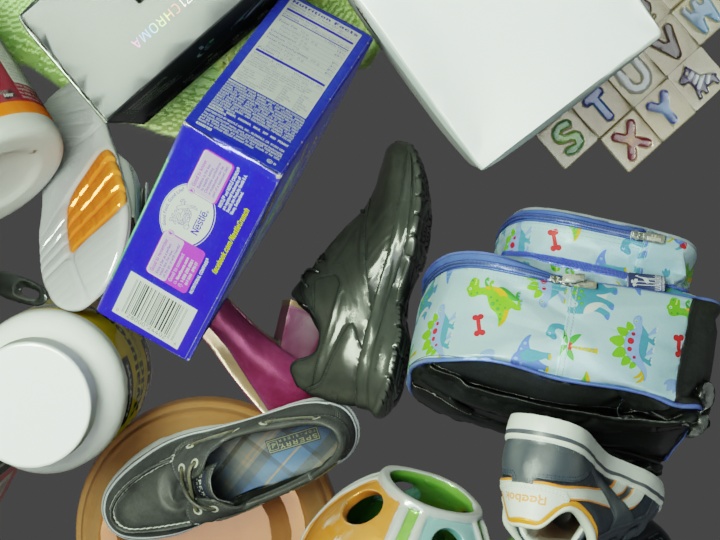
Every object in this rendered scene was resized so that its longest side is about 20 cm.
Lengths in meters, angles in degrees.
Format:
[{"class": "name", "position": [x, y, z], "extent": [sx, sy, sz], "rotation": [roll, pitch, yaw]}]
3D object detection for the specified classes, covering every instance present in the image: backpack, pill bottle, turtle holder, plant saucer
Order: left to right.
[{"class": "pill bottle", "position": [-0.297, -0.136, 1.296], "extent": [0.109, 0.110, 0.201], "rotation": [-36, 70, 4]}, {"class": "pill bottle", "position": [-0.210, 0.079, 1.290], "extent": [0.110, 0.200, 0.113], "rotation": [0, 95, 2]}, {"class": "plant saucer", "position": [-0.114, 0.195, 1.378], "extent": [0.198, 0.037, 0.203], "rotation": [0, 94, 1]}, {"class": "turtle holder", "position": [0.044, 0.219, 1.316], "extent": [0.184, 0.141, 0.133], "rotation": [21, 103, -7]}, {"class": "backpack", "position": [0.136, 0.044, 1.293], "extent": [0.198, 0.183, 0.148], "rotation": [10, 72, 0]}]

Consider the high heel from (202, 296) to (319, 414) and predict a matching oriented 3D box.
[{"class": "high heel", "position": [-0.120, 0.050, 1.353], "extent": [0.198, 0.067, 0.097], "rotation": [19, 84, -13]}]

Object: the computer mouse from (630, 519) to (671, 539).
[{"class": "computer mouse", "position": [0.221, 0.268, 1.381], "extent": [0.058, 0.034, 0.202], "rotation": [-22, 99, -17]}]

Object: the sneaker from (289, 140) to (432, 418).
[{"class": "sneaker", "position": [0.000, 0.000, 1.326], "extent": [0.090, 0.076, 0.202], "rotation": [9, 72, 11]}]

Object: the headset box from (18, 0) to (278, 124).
[{"class": "headset box", "position": [-0.126, -0.188, 1.269], "extent": [0.174, 0.200, 0.093], "rotation": [-41, 93, 5]}]

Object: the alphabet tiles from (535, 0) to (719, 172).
[{"class": "alphabet tiles", "position": [0.167, -0.179, 1.358], "extent": [0.166, 0.006, 0.200], "rotation": [-41, 92, 4]}]

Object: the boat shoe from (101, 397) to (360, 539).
[{"class": "boat shoe", "position": [-0.095, 0.145, 1.319], "extent": [0.198, 0.066, 0.071], "rotation": [-17, 95, 7]}]

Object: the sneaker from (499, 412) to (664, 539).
[{"class": "sneaker", "position": [0.146, 0.159, 1.273], "extent": [0.078, 0.200, 0.080], "rotation": [3, 73, 33]}]

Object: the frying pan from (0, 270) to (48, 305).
[{"class": "frying pan", "position": [-0.279, -0.014, 1.327], "extent": [0.189, 0.031, 0.116], "rotation": [-11, 69, 33]}]

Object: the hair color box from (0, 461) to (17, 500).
[{"class": "hair color box", "position": [-0.349, 0.115, 1.346], "extent": [0.199, 0.102, 0.062], "rotation": [30, 95, -1]}]

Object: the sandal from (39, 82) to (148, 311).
[{"class": "sandal", "position": [-0.182, -0.052, 1.313], "extent": [0.079, 0.208, 0.059], "rotation": [-32, 135, 20]}]

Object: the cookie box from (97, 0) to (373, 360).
[{"class": "cookie box", "position": [-0.082, -0.067, 1.249], "extent": [0.075, 0.200, 0.172], "rotation": [30, 126, -1]}]

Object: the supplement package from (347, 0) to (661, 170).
[{"class": "supplement package", "position": [0.080, -0.185, 1.257], "extent": [0.147, 0.200, 0.192], "rotation": [-36, 92, 4]}]
